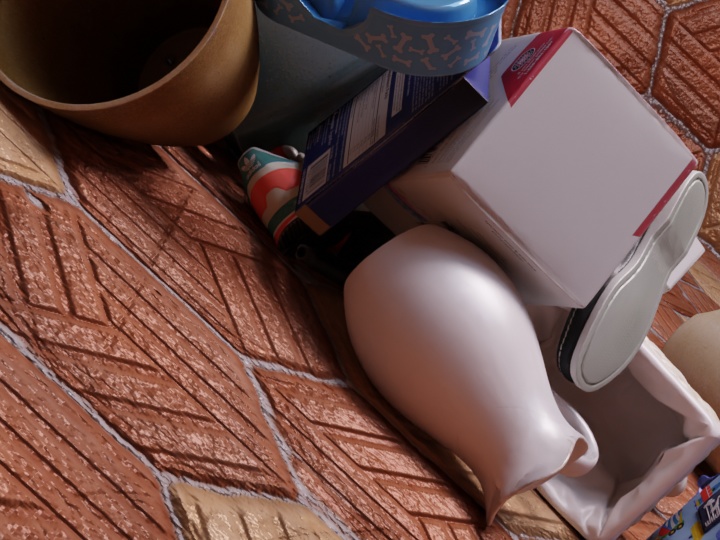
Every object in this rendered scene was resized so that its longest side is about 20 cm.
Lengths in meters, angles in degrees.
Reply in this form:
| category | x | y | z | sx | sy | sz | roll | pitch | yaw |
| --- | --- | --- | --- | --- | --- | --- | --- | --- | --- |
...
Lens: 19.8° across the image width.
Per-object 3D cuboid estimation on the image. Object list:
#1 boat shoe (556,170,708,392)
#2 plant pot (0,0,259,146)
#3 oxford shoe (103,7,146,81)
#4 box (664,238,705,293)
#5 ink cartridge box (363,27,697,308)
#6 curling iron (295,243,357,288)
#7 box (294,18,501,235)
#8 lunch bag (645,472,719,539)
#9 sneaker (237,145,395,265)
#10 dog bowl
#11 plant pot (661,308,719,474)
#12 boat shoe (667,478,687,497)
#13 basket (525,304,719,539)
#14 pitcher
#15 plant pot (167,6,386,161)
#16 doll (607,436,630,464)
| category | x | y | z | sx | sy | sz | roll | pitch | yaw |
| --- | --- | --- | --- | --- | --- | --- | --- | --- | --- |
| boat shoe | 0.191 | 0.003 | 1.536 | 0.060 | 0.200 | 0.076 | 16 | -34 | 34 |
| plant pot | -0.144 | -0.165 | 1.433 | 0.186 | 0.186 | 0.200 | 49 | 1 | 22 |
| oxford shoe | -0.202 | -0.201 | 1.608 | 0.200 | 0.070 | 0.075 | -105 | 168 | -62 |
| box | 0.170 | -0.051 | 1.723 | 0.200 | 0.124 | 0.097 | 54 | 35 | -1 |
| ink cartridge box | 0.113 | -0.073 | 1.516 | 0.145 | 0.145 | 0.200 | 43 | -14 | -18 |
| curling iron | 0.000 | 0.000 | 1.617 | 0.200 | 0.025 | 0.050 | 12 | 71 | -60 |
| box | 0.036 | -0.120 | 1.493 | 0.032 | 0.200 | 0.121 | 41 | 27 | -20 |
| lunch bag | 0.301 | 0.215 | 1.580 | 0.094 | 0.151 | 0.200 | 38 | 14 | -23 |
| sneaker | -0.030 | -0.059 | 1.621 | 0.093 | 0.070 | 0.200 | 54 | 18 | 16 |
| dog bowl | 0.008 | -0.190 | 1.412 | 0.200 | 0.050 | 0.111 | 25 | 39 | 28 |
| plant pot | 0.400 | 0.136 | 2.094 | 0.200 | 0.201 | 0.183 | 33 | 5 | -39 |
| boat shoe | 0.234 | 0.126 | 1.847 | 0.200 | 0.072 | 0.066 | 50 | -7 | 48 |
| basket | 0.178 | 0.099 | 1.614 | 0.200 | 0.136 | 0.123 | 48 | 12 | 16 |
| pitcher | 0.086 | 0.070 | 1.464 | 0.200 | 0.121 | 0.171 | 56 | 21 | 14 |
| plant pot | -0.052 | -0.194 | 1.633 | 0.196 | 0.200 | 0.196 | 53 | -6 | 12 |
| doll | 0.193 | 0.102 | 1.746 | 0.136 | 0.048 | 0.200 | 30 | 24 | -33 |
